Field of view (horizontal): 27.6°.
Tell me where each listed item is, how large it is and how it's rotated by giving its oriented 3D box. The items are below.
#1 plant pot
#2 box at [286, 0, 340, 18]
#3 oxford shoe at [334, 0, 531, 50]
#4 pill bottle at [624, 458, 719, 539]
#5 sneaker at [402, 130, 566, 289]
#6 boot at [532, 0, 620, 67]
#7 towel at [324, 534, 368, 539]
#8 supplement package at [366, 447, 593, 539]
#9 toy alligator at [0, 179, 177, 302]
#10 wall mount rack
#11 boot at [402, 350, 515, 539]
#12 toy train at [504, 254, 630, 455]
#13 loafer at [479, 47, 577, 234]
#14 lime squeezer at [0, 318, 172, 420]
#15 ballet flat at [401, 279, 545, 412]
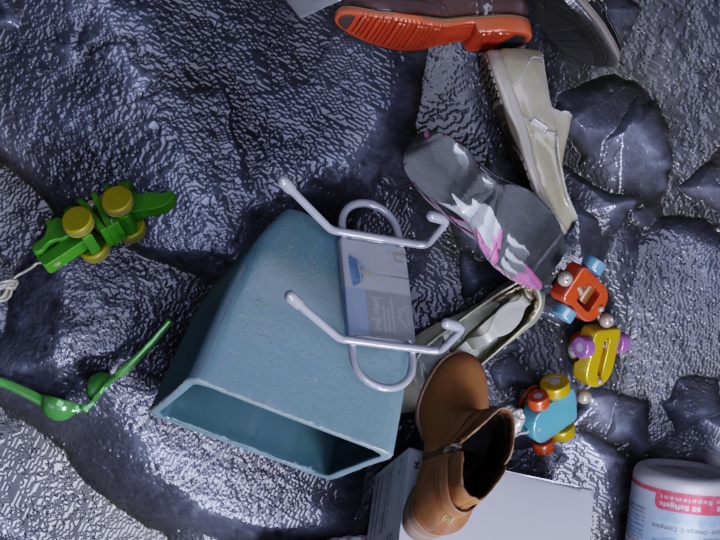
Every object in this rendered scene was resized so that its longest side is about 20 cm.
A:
[{"bbox_3d":[-0.059,0.062,1.376,0.195,0.196,0.201,23,70,-13],"label":"plant pot"},{"bbox_3d":[-0.023,-0.313,1.338,0.124,0.200,0.098,-41,102,-6],"label":"box"},{"bbox_3d":[0.069,-0.260,1.439,0.199,0.071,0.073,1,78,-18],"label":"oxford shoe"},{"bbox_3d":[0.326,0.303,1.517,0.108,0.109,0.201,4,95,-12],"label":"pill bottle"},{"bbox_3d":[0.121,-0.068,1.449,0.080,0.086,0.200,-44,100,0],"label":"sneaker"},{"bbox_3d":[0.222,-0.312,1.448,0.200,0.073,0.151,43,66,-35],"label":"boot"},{"bbox_3d":[0.001,0.340,1.497,0.199,0.030,0.147,-5,96,-14],"label":"towel"},{"bbox_3d":[0.114,0.281,1.441,0.199,0.111,0.156,14,64,-12],"label":"supplement package"},{"bbox_3d":[-0.271,-0.039,1.391,0.199,0.059,0.054,-28,58,-7],"label":"toy alligator"},{"bbox_3d":[0.000,0.000,1.282,0.173,0.075,0.201,9,55,-22],"label":"wall mount rack"},{"bbox_3d":[0.096,0.144,1.342,0.076,0.155,0.201,26,62,-5],"label":"boot"},{"bbox_3d":[0.195,0.084,1.477,0.150,0.056,0.201,32,87,-44],"label":"toy train"},{"bbox_3d":[0.181,-0.132,1.462,0.068,0.076,0.201,-21,99,-3],"label":"loafer"},{"bbox_3d":[-0.272,0.105,1.417,0.199,0.038,0.071,-15,67,-9],"label":"lime squeezer"},{"bbox_3d":[0.105,0.074,1.471,0.200,0.069,0.070,-39,102,-6],"label":"ballet flat"}]
